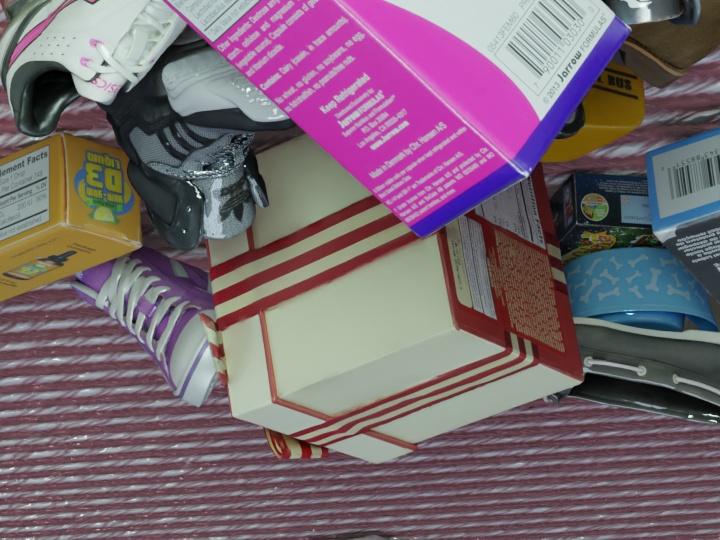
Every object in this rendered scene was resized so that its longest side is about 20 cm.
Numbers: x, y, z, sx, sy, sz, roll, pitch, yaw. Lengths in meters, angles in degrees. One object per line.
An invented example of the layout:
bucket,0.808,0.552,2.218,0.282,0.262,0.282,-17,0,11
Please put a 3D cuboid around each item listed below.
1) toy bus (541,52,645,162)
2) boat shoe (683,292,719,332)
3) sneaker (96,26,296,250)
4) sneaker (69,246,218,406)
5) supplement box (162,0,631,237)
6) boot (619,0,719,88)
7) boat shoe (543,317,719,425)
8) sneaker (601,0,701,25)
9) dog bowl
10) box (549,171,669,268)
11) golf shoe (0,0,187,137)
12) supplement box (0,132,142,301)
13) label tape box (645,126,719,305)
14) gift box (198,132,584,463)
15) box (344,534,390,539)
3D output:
toy bus,0.060,-0.108,1.426,0.199,0.079,0.065,11,159,-34
boat shoe,0.258,0.055,1.953,0.062,0.071,0.200,6,156,-31
sneaker,-0.070,-0.070,1.392,0.075,0.114,0.200,-29,-157,-26
sneaker,-0.140,0.027,1.719,0.114,0.073,0.200,28,-177,-13
supplement box,0.003,-0.127,1.182,0.200,0.101,0.103,43,149,-10
boot,0.138,-0.152,1.343,0.075,0.074,0.200,-29,157,25
boat shoe,0.162,0.068,1.716,0.199,0.057,0.067,3,161,-13
sneaker,0.132,-0.172,1.188,0.077,0.113,0.200,-3,162,3
dog bowl,0.169,0.035,1.788,0.111,0.050,0.200,3,160,-13
box,0.179,-0.011,1.789,0.136,0.038,0.200,3,161,-13
golf shoe,-0.112,-0.130,1.328,0.072,0.092,0.200,14,155,-36
supplement box,-0.226,-0.026,1.672,0.200,0.069,0.066,-16,157,41
label tape box,0.283,-0.026,1.639,0.144,0.064,0.200,-19,146,24
gift box,0.000,0.000,1.604,0.186,0.185,0.200,-23,150,28
box,-0.022,0.395,2.731,0.199,0.200,0.171,-12,160,28
